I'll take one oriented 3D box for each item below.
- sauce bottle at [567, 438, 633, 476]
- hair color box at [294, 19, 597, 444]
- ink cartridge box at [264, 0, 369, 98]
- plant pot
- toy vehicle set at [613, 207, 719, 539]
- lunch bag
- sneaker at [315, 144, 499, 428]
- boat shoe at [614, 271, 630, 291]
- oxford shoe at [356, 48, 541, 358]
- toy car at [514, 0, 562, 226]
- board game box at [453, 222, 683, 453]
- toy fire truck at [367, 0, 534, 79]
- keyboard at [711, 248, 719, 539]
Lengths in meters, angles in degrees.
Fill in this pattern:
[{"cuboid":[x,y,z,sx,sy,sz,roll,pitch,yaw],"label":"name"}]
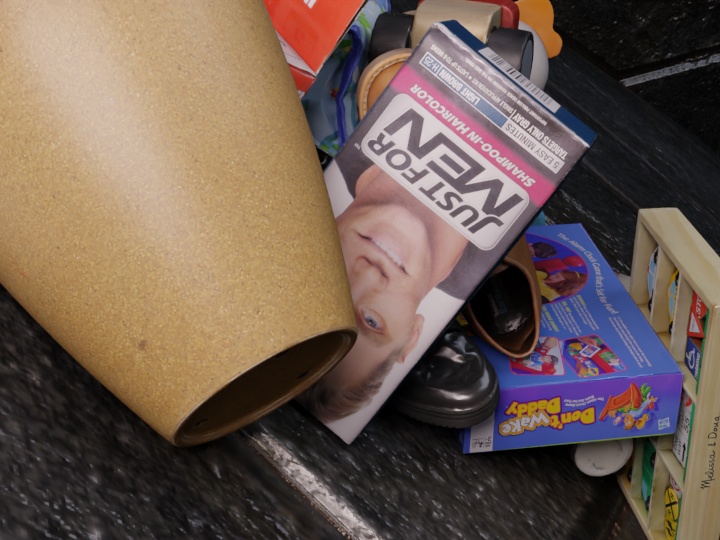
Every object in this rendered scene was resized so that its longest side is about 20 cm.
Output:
[{"cuboid":[0.137,0.066,0.965,0.064,0.065,0.200,29,18,-27],"label":"sauce bottle"},{"cuboid":[0.021,-0.019,0.719,0.100,0.200,0.061,38,17,4],"label":"hair color box"},{"cuboid":[-0.084,-0.114,0.746,0.050,0.200,0.109,15,28,-52],"label":"ink cartridge box"},{"cuboid":[-0.090,-0.031,0.614,0.201,0.186,0.186,58,22,14],"label":"plant pot"},{"cuboid":[0.198,0.078,0.871,0.026,0.201,0.124,-4,28,-9],"label":"toy vehicle set"},{"cuboid":[-0.089,-0.130,0.915,0.198,0.128,0.170,9,17,4],"label":"lunch bag"},{"cuboid":[0.002,-0.001,0.792,0.060,0.105,0.200,-33,54,-24],"label":"sneaker"},{"cuboid":[0.189,0.031,1.166,0.069,0.074,0.200,31,13,20],"label":"boat shoe"},{"cuboid":[0.060,-0.035,0.782,0.201,0.071,0.071,59,6,-30],"label":"oxford shoe"},{"cuboid":[0.121,-0.153,1.254,0.176,0.200,0.185,28,20,-29],"label":"toy car"},{"cuboid":[0.109,0.037,0.901,0.133,0.045,0.200,-4,29,-9],"label":"board game box"},{"cuboid":[0.060,-0.105,0.934,0.128,0.177,0.200,9,23,16],"label":"toy fire truck"},{"cuboid":[0.233,0.087,0.860,0.039,0.202,0.104,-5,6,-9],"label":"keyboard"}]
